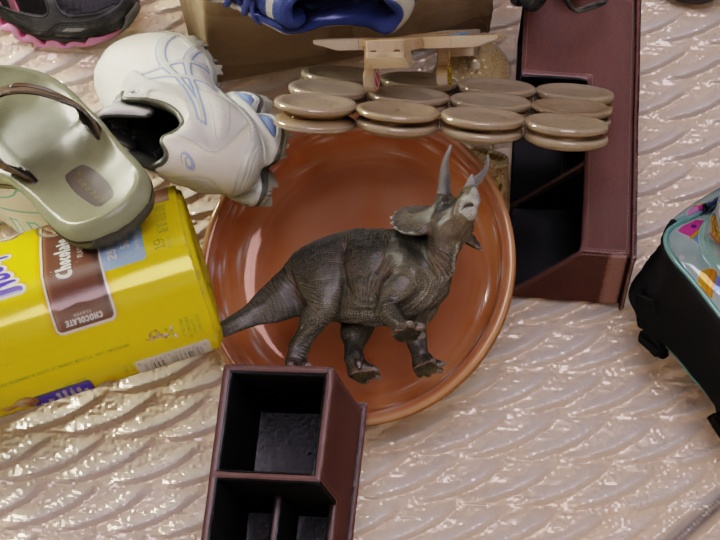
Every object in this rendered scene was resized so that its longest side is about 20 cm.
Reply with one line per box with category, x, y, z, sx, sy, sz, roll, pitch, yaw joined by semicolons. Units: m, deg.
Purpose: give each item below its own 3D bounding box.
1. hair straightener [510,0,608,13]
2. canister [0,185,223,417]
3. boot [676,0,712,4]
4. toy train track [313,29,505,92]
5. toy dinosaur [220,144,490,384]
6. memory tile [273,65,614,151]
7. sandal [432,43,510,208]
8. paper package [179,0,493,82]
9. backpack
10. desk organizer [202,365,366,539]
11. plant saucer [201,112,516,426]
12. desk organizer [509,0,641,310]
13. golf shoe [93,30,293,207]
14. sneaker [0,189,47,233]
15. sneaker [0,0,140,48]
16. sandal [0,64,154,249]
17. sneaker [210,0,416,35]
hair straightener;0.124;-0.214;1.564;0.077;0.041;0.200;-4;25;-6
canister;-0.188;0.025;1.403;0.200;0.087;0.149;-18;20;-2
boot;0.183;-0.265;1.636;0.200;0.074;0.075;44;27;4
toy train track;0.041;-0.131;1.480;0.114;0.200;0.033;0;98;16
toy dinosaur;0.001;0.011;1.418;0.200;0.077;0.103;-18;56;26
memory tile;0.053;-0.098;1.441;0.199;0.153;0.017;5;105;5
sandal;0.061;-0.070;1.521;0.077;0.070;0.212;9;62;1
paper package;-0.030;-0.239;1.587;0.199;0.104;0.191;-12;63;-9
backpack;0.290;0.002;1.453;0.200;0.153;0.176;-30;72;-30
desk organizer;-0.049;0.159;1.361;0.072;0.077;0.200;1;69;14
plant saucer;0.000;0.000;1.469;0.200;0.037;0.201;-4;75;14
desk organizer;0.138;-0.081;1.532;0.077;0.072;0.200;4;62;1
golf shoe;-0.129;-0.103;1.475;0.097;0.078;0.200;3;19;-37
sneaker;-0.193;-0.049;1.491;0.200;0.080;0.071;26;62;8
sneaker;-0.237;-0.218;1.568;0.200;0.095;0.079;26;62;8
sandal;-0.191;-0.080;1.403;0.080;0.057;0.201;-46;45;-12
sneaker;-0.060;-0.187;1.442;0.199;0.075;0.088;2;42;2
